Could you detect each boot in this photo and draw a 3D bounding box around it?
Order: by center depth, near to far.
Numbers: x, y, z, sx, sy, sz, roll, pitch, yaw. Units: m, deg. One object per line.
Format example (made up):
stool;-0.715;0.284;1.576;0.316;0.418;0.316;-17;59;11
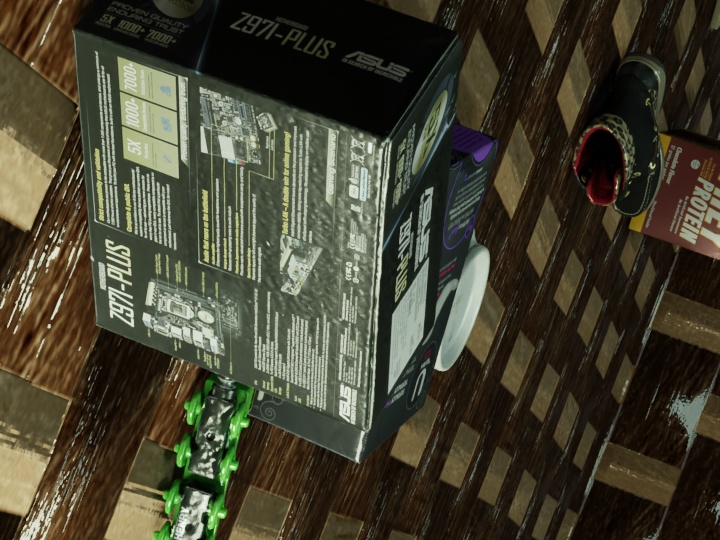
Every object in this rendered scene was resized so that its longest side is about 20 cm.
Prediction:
boot;0.280;-0.118;2.154;0.151;0.073;0.201;-54;154;-48

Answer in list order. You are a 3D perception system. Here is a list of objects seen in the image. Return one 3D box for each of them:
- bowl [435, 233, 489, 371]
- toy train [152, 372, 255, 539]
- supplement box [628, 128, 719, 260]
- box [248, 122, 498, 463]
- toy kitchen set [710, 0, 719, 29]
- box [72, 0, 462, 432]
bowl;0.036;0.014;1.454;0.201;0.090;0.203;20;90;-74
toy train;-0.087;0.092;1.228;0.056;0.041;0.202;-56;161;-73
supplement box;0.483;-0.094;2.646;0.200;0.196;0.134;-18;126;-71
box;0.000;0.000;1.280;0.122;0.105;0.202;-32;140;-63
toy kitchen set;0.596;-0.411;2.710;0.200;0.162;0.182;-44;150;-58
box;-0.046;-0.040;0.972;0.201;0.163;0.086;93;23;-45
